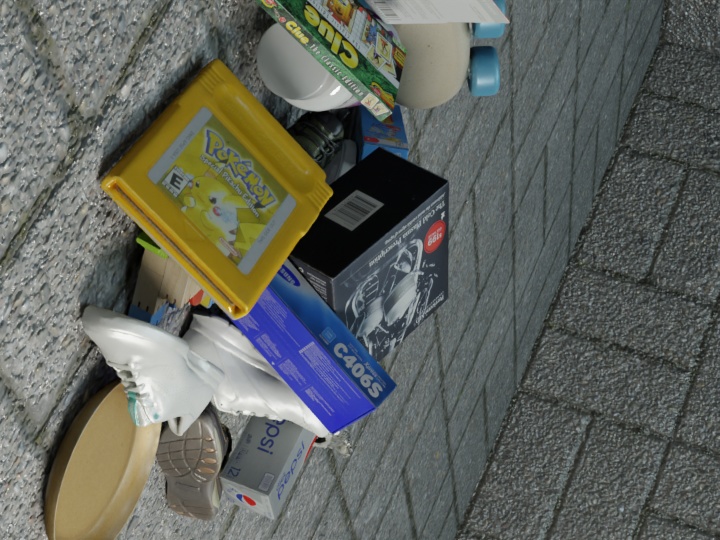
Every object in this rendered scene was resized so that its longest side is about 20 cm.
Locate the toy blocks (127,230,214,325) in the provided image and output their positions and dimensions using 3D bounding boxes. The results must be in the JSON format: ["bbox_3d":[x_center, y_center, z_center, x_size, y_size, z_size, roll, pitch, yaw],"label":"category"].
[{"bbox_3d":[-0.160,-0.017,1.443,0.200,0.100,0.137,-50,164,-51],"label":"toy blocks"}]

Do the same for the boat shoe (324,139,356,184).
[{"bbox_3d":[-0.048,-0.099,1.722,0.200,0.068,0.072,-78,-176,-52],"label":"boat shoe"}]

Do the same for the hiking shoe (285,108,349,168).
[{"bbox_3d":[-0.069,-0.131,1.580,0.101,0.076,0.200,-53,-179,22],"label":"hiking shoe"}]

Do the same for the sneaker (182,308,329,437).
[{"bbox_3d":[-0.117,0.125,1.588,0.087,0.200,0.075,-56,-168,-7],"label":"sneaker"}]

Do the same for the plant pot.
[{"bbox_3d":[-0.255,0.192,1.437,0.200,0.027,0.200,19,90,-74],"label":"plant pot"}]

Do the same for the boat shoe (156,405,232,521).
[{"bbox_3d":[-0.182,0.200,1.629,0.200,0.074,0.073,102,5,-50],"label":"boat shoe"}]

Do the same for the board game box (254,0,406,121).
[{"bbox_3d":[-0.032,-0.247,1.453,0.200,0.023,0.105,41,43,-28],"label":"board game box"}]

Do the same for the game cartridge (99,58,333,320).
[{"bbox_3d":[-0.125,-0.080,1.362,0.032,0.176,0.200,-29,-159,45],"label":"game cartridge"}]

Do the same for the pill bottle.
[{"bbox_3d":[-0.035,-0.227,1.564,0.200,0.112,0.112,-23,129,-69],"label":"pill bottle"}]

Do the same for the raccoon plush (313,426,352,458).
[{"bbox_3d":[-0.040,0.156,1.905,0.200,0.134,0.097,-54,154,-47],"label":"raccoon plush"}]

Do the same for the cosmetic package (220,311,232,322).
[{"bbox_3d":[-0.114,0.105,1.725,0.200,0.074,0.102,54,56,-71],"label":"cosmetic package"}]

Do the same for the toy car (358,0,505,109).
[{"bbox_3d":[0.069,-0.319,1.793,0.177,0.184,0.200,89,-4,-47],"label":"toy car"}]

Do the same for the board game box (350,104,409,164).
[{"bbox_3d":[0.009,-0.092,1.820,0.200,0.056,0.196,-95,-165,-68],"label":"board game box"}]

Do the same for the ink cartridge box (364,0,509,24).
[{"bbox_3d":[0.043,-0.324,1.489,0.200,0.174,0.044,41,65,-44],"label":"ink cartridge box"}]

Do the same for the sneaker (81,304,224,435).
[{"bbox_3d":[-0.201,0.101,1.380,0.200,0.075,0.089,42,69,-53],"label":"sneaker"}]

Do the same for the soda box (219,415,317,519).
[{"bbox_3d":[-0.085,0.175,1.658,0.068,0.063,0.200,84,29,-56],"label":"soda box"}]

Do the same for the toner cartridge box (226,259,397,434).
[{"bbox_3d":[-0.060,0.072,1.525,0.043,0.200,0.095,-44,-175,-40],"label":"toner cartridge box"}]

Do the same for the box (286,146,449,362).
[{"bbox_3d":[0.000,0.000,1.612,0.200,0.104,0.182,-40,146,-32],"label":"box"}]
